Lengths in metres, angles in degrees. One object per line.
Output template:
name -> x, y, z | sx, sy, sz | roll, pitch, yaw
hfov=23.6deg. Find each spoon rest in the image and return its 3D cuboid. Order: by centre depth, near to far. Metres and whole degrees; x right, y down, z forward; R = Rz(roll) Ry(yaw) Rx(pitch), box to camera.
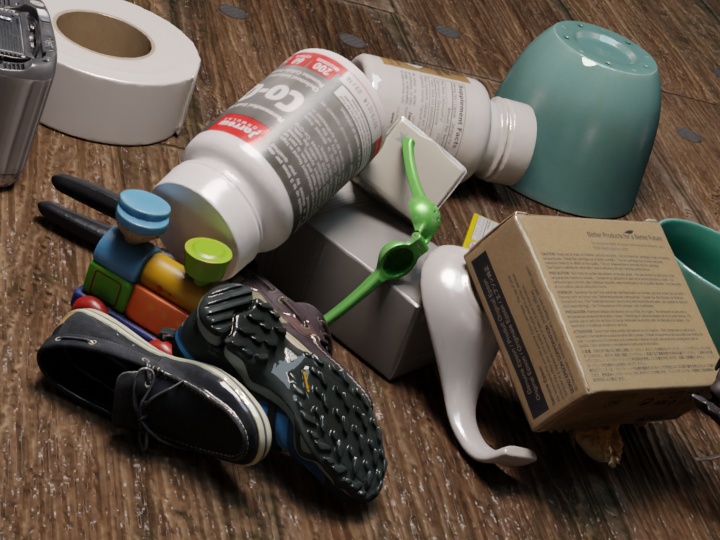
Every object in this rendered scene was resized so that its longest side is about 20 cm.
spoon rest -> 0.094, 0.071, 1.429 | 0.099, 0.060, 0.202 | 16, 54, -41

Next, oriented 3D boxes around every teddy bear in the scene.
teddy bear -> 0.200, 0.089, 1.510 | 0.145, 0.067, 0.200 | 39, 31, 9

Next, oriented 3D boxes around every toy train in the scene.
toy train -> -0.126, 0.028, 1.353 | 0.199, 0.116, 0.085 | 30, 29, 16

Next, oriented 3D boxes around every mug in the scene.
mug -> 0.305, 0.034, 1.631 | 0.184, 0.115, 0.152 | 24, 25, -6

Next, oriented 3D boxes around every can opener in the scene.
can opener -> -0.185, -0.027, 1.487 | 0.198, 0.079, 0.064 | 19, 66, 2

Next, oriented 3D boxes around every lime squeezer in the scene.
lime squeezer -> 0.025, -0.028, 1.442 | 0.070, 0.038, 0.201 | 18, 67, 20

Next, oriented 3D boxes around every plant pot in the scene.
plant pot -> 0.245, -0.180, 1.927 | 0.199, 0.162, 0.201 | 17, 28, -9

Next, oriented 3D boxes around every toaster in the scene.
toaster -> -0.334, -0.163, 1.529 | 0.113, 0.130, 0.200 | 9, 30, -21

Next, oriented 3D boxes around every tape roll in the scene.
tape roll -> -0.262, -0.205, 1.717 | 0.201, 0.071, 0.203 | 17, 27, -9

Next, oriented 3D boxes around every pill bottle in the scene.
pill bottle -> -0.077, -0.088, 1.435 | 0.113, 0.114, 0.200 | 31, 52, 19
pill bottle -> 0.078, -0.152, 1.812 | 0.198, 0.115, 0.115 | 11, 29, -20

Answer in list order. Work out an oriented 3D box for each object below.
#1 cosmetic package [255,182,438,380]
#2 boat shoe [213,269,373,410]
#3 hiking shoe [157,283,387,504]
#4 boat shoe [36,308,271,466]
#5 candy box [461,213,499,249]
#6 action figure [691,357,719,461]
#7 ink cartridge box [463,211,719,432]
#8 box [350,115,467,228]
cosmetic package -> 0.000, 0.000, 1.525 | 0.200, 0.091, 0.106 | 41, 34, 27
boat shoe -> -0.054, 0.057, 1.390 | 0.065, 0.072, 0.200 | -32, 49, -30
hiking shoe -> -0.060, 0.099, 1.305 | 0.200, 0.087, 0.074 | 50, 48, -4
boat shoe -> -0.155, 0.093, 1.270 | 0.199, 0.075, 0.062 | 27, 34, 20
candy box -> 0.137, 0.012, 1.658 | 0.102, 0.027, 0.200 | 26, 28, 0
action figure -> 0.349, 0.084, 1.406 | 0.118, 0.201, 0.102 | 26, 4, -20
ink cartridge box -> 0.199, 0.042, 1.442 | 0.199, 0.075, 0.166 | 2, 59, -43
box -> 0.037, -0.086, 1.607 | 0.082, 0.069, 0.200 | 39, -3, -3
